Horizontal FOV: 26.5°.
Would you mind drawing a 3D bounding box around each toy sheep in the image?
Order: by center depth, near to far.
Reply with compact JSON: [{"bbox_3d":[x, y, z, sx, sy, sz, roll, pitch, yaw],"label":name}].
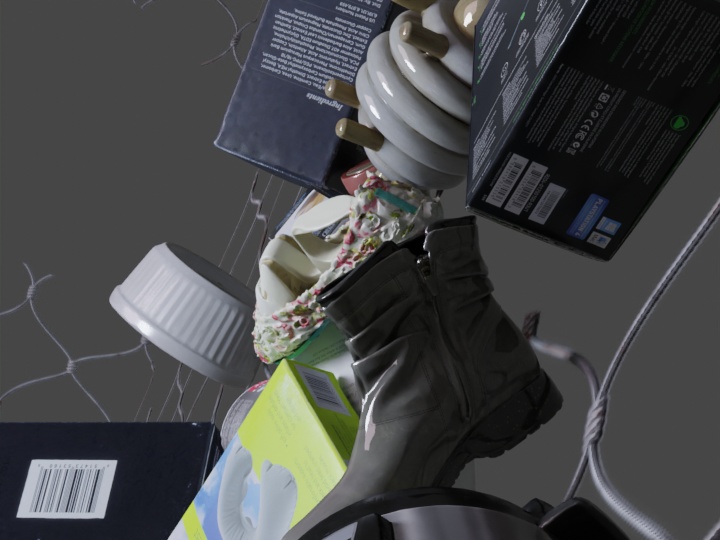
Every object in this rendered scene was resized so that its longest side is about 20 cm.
[{"bbox_3d":[0.053,-0.127,1.117,0.200,0.137,0.139,-51,20,34],"label":"toy sheep"}]

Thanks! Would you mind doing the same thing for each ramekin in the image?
[{"bbox_3d":[-0.194,0.047,1.838,0.095,0.201,0.202,-56,13,4],"label":"ramekin"}]

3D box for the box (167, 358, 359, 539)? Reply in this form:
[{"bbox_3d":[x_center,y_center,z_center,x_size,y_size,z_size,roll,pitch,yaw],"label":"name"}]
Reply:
[{"bbox_3d":[-0.060,0.170,0.930,0.201,0.047,0.122,-57,38,18],"label":"box"}]

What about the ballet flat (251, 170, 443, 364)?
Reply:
[{"bbox_3d":[-0.022,-0.006,0.929,0.200,0.064,0.076,-37,23,47],"label":"ballet flat"}]

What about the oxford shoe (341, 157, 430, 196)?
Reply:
[{"bbox_3d":[0.028,-0.063,1.291,0.070,0.075,0.200,-24,6,14],"label":"oxford shoe"}]

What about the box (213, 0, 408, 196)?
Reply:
[{"bbox_3d":[-0.021,-0.173,1.395,0.197,0.116,0.202,19,-89,-74],"label":"box"}]

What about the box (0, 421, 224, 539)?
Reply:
[{"bbox_3d":[-0.190,0.221,1.172,0.199,0.197,0.124,75,-163,-49],"label":"box"}]

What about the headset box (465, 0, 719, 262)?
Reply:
[{"bbox_3d":[0.136,-0.141,0.858,0.201,0.092,0.175,-84,17,-50],"label":"headset box"}]

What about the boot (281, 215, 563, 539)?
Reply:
[{"bbox_3d":[0.009,0.064,0.815,0.199,0.131,0.068,-35,9,-28],"label":"boot"}]

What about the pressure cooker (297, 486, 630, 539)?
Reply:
[{"bbox_3d":[0.032,0.187,0.603,0.200,0.174,0.181,-105,13,-72],"label":"pressure cooker"}]

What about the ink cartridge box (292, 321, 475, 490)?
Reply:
[{"bbox_3d":[0.010,0.102,0.965,0.116,0.067,0.202,-28,52,44],"label":"ink cartridge box"}]

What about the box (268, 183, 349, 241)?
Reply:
[{"bbox_3d":[0.000,0.000,1.172,0.060,0.116,0.200,-50,14,0],"label":"box"}]

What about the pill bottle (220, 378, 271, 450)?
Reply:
[{"bbox_3d":[-0.052,0.140,1.214,0.200,0.110,0.112,166,124,-75],"label":"pill bottle"}]
